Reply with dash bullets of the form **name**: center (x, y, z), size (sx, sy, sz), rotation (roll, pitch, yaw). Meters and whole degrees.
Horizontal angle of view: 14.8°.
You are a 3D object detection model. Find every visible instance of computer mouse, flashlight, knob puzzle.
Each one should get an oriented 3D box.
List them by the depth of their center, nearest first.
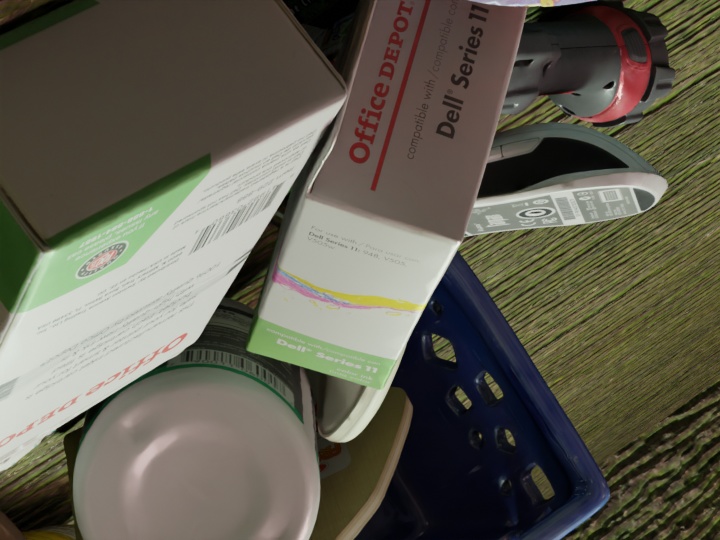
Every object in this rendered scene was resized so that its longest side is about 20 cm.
- **computer mouse**: center (0.052, -0.044, 1.380), size (0.198, 0.044, 0.110), rotation (-7, 165, 8)
- **flashlight**: center (0.090, -0.102, 1.394), size (0.200, 0.068, 0.068), rotation (-11, 125, -58)
- **knob puzzle**: center (-0.059, 0.117, 1.434), size (0.219, 0.220, 0.031), rotation (-36, 126, -10)

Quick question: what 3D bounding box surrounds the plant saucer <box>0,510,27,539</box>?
- **plant saucer**: center (-0.210, 0.193, 1.317), size (0.029, 0.201, 0.200), rotation (-20, 180, 35)

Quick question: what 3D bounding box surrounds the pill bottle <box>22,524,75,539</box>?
- **pill bottle**: center (-0.186, 0.207, 1.606), size (0.112, 0.113, 0.200), rotation (-41, 167, 15)

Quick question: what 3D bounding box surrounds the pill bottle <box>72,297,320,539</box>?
- **pill bottle**: center (-0.076, 0.079, 1.325), size (0.113, 0.113, 0.200), rotation (-39, -170, 6)

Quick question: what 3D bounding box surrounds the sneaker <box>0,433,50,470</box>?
- **sneaker**: center (-0.156, 0.053, 1.228), size (0.200, 0.071, 0.080), rotation (-31, 169, -33)

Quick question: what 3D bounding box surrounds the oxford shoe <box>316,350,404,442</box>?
- **oxford shoe**: center (0.000, 0.000, 1.319), size (0.057, 0.076, 0.201), rotation (7, 132, -12)

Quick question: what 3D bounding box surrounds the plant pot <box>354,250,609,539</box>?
- **plant pot**: center (-0.002, 0.124, 1.654), size (0.199, 0.201, 0.180), rotation (-32, 174, -26)

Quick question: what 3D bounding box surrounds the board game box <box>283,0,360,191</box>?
- **board game box**: center (-0.032, -0.076, 1.218), size (0.105, 0.023, 0.200), rotation (-39, 168, -8)

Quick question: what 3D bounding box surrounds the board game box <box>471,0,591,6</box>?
- **board game box**: center (0.083, -0.159, 0.985), size (0.157, 0.039, 0.200), rotation (27, 124, -34)

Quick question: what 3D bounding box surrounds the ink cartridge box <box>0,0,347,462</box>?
- **ink cartridge box**: center (-0.110, -0.018, 1.058), size (0.146, 0.084, 0.200), rotation (-30, 166, -34)

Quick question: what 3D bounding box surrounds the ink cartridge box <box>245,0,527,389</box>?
- **ink cartridge box**: center (0.012, -0.045, 1.131), size (0.200, 0.067, 0.118), rotation (115, -8, -65)
